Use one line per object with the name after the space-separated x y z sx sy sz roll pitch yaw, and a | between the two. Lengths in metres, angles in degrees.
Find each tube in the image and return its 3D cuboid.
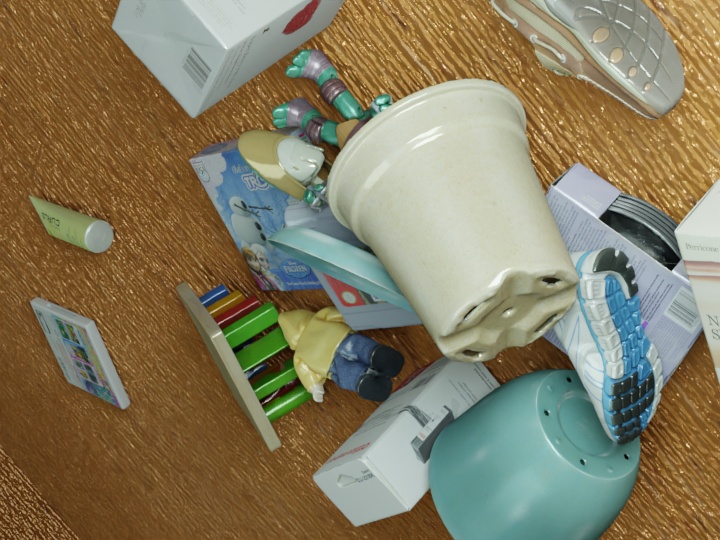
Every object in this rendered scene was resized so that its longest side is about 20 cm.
-0.464 -0.070 1.825 0.199 0.052 0.059 18 97 45 | tube

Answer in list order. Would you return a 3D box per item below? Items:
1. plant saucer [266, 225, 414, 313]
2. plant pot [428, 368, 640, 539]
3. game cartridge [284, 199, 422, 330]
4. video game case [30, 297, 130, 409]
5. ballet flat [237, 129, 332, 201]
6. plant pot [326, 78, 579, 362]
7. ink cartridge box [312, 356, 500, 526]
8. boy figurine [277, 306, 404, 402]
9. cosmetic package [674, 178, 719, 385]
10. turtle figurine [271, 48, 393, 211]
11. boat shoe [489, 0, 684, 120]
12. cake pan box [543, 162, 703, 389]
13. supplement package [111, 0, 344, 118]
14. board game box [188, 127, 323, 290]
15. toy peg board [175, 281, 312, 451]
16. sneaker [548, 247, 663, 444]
0.000 0.000 1.159 0.199 0.028 0.200 24 176 2 | plant saucer
0.196 0.197 1.198 0.200 0.200 0.161 43 134 8 | plant pot
0.015 -0.007 1.265 0.132 0.041 0.201 -10 135 23 | game cartridge
-0.521 0.154 2.142 0.181 0.024 0.201 17 135 39 | video game case
-0.040 -0.102 1.256 0.199 0.069 0.063 34 142 -17 | ballet flat
0.095 -0.030 1.009 0.201 0.199 0.184 104 146 -52 | plant pot
0.057 0.194 1.339 0.084 0.200 0.144 50 148 -3 | ink cartridge box
-0.038 0.103 1.452 0.064 0.125 0.199 24 178 -42 | boy figurine
0.342 0.031 0.941 0.103 0.087 0.201 5 127 48 | cosmetic package
-0.007 -0.129 1.173 0.200 0.100 0.150 47 117 27 | turtle figurine
0.178 -0.193 0.927 0.200 0.075 0.072 50 152 16 | boat shoe
0.237 0.017 1.086 0.184 0.052 0.201 35 145 16 | cake pan box
-0.109 -0.260 1.069 0.120 0.200 0.121 47 148 2 | supplement package
-0.096 -0.069 1.395 0.199 0.043 0.200 -3 120 50 | board game box
-0.152 0.111 1.602 0.199 0.097 0.201 40 157 61 | toy peg board
0.218 0.066 1.061 0.086 0.075 0.202 12 124 51 | sneaker
